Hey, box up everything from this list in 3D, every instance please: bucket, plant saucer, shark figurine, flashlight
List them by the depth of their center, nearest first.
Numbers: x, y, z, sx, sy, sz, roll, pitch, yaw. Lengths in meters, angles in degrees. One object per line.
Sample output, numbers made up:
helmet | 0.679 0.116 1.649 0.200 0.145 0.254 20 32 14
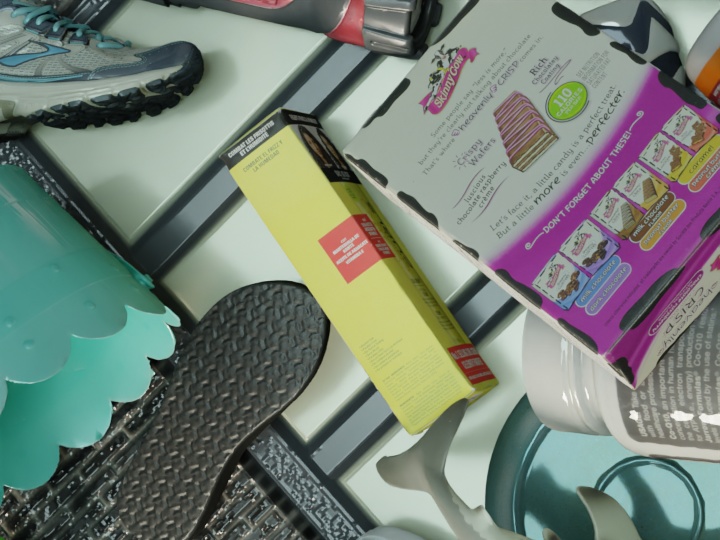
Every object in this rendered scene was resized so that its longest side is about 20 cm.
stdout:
shark figurine | 0.100 0.169 1.144 0.214 0.128 0.090 22 134 0
plant saucer | 0.167 0.138 1.204 0.200 0.027 0.201 0 91 15
bucket | -0.223 0.045 1.227 0.207 0.207 0.135 -43 77 12
flashlight | -0.052 -0.176 1.241 0.199 0.068 0.068 15 96 14

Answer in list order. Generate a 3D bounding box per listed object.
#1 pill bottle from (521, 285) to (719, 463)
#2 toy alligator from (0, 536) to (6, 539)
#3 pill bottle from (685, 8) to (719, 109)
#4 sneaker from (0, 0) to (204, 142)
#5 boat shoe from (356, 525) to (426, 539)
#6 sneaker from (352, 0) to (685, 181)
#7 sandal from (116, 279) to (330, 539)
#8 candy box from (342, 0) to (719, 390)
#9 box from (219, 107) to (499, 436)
pill bottle | 0.194 0.046 1.108 0.200 0.113 0.113 3 91 34
toy alligator | -0.183 0.240 1.293 0.054 0.059 0.200 -22 83 -26
pill bottle | 0.281 -0.080 1.125 0.200 0.113 0.113 46 102 10
sneaker | -0.194 -0.131 1.278 0.199 0.078 0.087 -6 86 16
boat shoe | 0.072 0.217 1.203 0.200 0.062 0.072 23 129 20
sneaker | 0.100 -0.059 1.192 0.199 0.079 0.130 -21 76 5
sandal | -0.083 0.081 1.269 0.075 0.048 0.201 40 113 11
candy box | 0.107 -0.051 1.090 0.136 0.061 0.200 -49 59 -1
box | 0.000 0.000 1.225 0.050 0.075 0.200 -36 80 13
